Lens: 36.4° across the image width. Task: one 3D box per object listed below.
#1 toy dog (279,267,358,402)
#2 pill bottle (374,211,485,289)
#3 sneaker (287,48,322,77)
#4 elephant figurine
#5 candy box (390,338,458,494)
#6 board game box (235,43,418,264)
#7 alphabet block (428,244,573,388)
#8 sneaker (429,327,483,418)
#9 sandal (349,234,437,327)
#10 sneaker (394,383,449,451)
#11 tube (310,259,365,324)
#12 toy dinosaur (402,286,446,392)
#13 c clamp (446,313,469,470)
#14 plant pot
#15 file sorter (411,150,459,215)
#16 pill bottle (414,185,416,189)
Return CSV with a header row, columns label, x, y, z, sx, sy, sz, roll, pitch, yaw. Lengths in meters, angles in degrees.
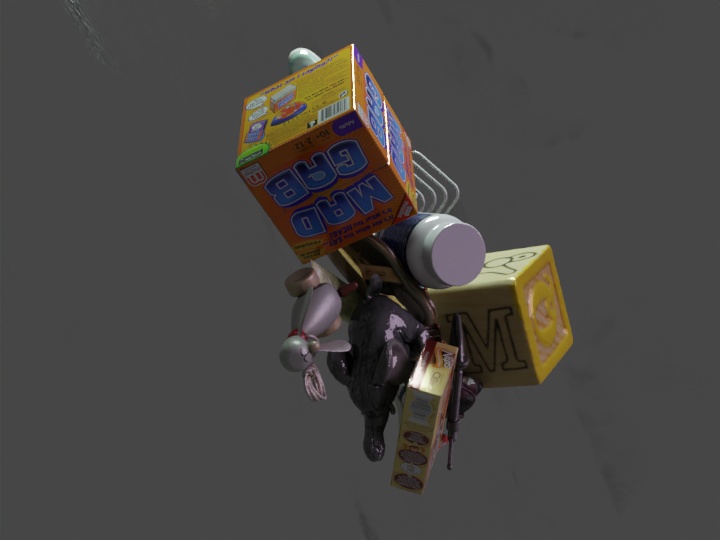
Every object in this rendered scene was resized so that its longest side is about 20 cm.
label,x,y,z,sx,sy,sz,roll,pitch,yaw
toy dog,-0.051,0.068,1.499,0.132,0.096,0.201,52,21,-40
pill bottle,0.106,-0.032,1.694,0.116,0.115,0.200,62,-18,-15
sneaker,-0.076,-0.299,1.948,0.118,0.073,0.202,-72,139,-76
elephant figurine,0.021,0.143,1.602,0.155,0.142,0.201,34,40,-8
candy box,0.094,0.217,1.616,0.116,0.055,0.201,-61,163,-52
board game box,-0.048,-0.175,1.653,0.200,0.199,0.201,55,20,-34
alphabet block,0.237,0.083,1.933,0.195,0.199,0.198,-37,114,-53
sneaker,0.153,0.166,1.866,0.076,0.114,0.202,-55,147,-59
sandal,0.037,0.014,1.669,0.200,0.054,0.080,50,-19,6
sneaker,0.098,0.208,1.807,0.075,0.084,0.202,36,34,-60
tube,-0.023,0.050,1.711,0.058,0.052,0.200,32,-2,34
toy dinosaur,0.106,0.134,1.733,0.101,0.202,0.136,20,-5,-18
c clamp,0.149,0.177,1.702,0.171,0.027,0.202,-86,178,-60
plant pot,0.000,0.000,1.786,0.200,0.027,0.200,45,10,-10
file sorter,0.061,-0.119,1.900,0.139,0.125,0.200,43,28,16
pill bottle,0.021,-0.206,2.074,0.201,0.111,0.112,65,16,-9
